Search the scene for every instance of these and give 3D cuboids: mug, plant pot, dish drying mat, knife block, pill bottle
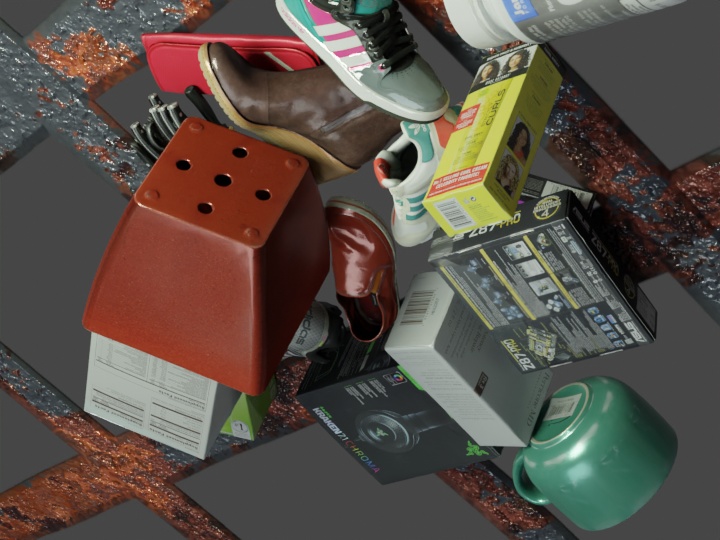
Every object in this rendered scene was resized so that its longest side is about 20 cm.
[{"bbox_3d":[0.242,0.201,1.864,0.185,0.152,0.114,-43,110,10],"label":"mug"},{"bbox_3d":[-0.143,-0.031,1.685,0.200,0.200,0.176,21,139,7],"label":"plant pot"},{"bbox_3d":[-0.127,-0.207,1.729,0.200,0.018,0.077,5,138,23],"label":"dish drying mat"},{"bbox_3d":[-0.148,-0.108,1.803,0.200,0.064,0.176,25,146,2],"label":"knife block"},{"bbox_3d":[0.175,-0.257,1.439,0.200,0.114,0.114,-12,128,37],"label":"pill bottle"}]

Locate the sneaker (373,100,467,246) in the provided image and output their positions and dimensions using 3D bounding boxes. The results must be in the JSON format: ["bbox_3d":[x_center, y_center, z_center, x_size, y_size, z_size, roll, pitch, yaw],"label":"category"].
[{"bbox_3d":[0.047,-0.093,1.687,0.093,0.070,0.200,-8,149,-26],"label":"sneaker"}]

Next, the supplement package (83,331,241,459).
[{"bbox_3d":[-0.197,0.067,1.846,0.151,0.152,0.200,21,135,7],"label":"supplement package"}]

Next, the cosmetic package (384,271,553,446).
[{"bbox_3d":[0.120,0.097,1.825,0.074,0.102,0.200,-4,143,43],"label":"cosmetic package"}]

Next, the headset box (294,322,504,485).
[{"bbox_3d":[0.060,0.147,1.962,0.200,0.093,0.174,-19,124,40],"label":"headset box"}]

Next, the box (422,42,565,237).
[{"bbox_3d":[0.124,-0.123,1.546,0.075,0.200,0.050,-15,129,40],"label":"box"}]

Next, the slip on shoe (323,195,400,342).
[{"bbox_3d":[0.000,0.000,1.858,0.074,0.061,0.200,9,136,22],"label":"slip on shoe"}]

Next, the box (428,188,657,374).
[{"bbox_3d":[0.188,0.017,1.728,0.161,0.049,0.200,-19,130,30],"label":"box"}]

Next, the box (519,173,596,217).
[{"bbox_3d":[0.160,-0.023,1.767,0.143,0.036,0.200,16,141,11],"label":"box"}]

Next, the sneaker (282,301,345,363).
[{"bbox_3d":[-0.063,0.072,1.922,0.087,0.074,0.200,15,170,-6],"label":"sneaker"}]

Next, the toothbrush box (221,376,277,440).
[{"bbox_3d":[-0.191,0.100,2.051,0.145,0.086,0.200,12,137,16],"label":"toothbrush box"}]

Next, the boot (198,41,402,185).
[{"bbox_3d":[-0.042,-0.185,1.663,0.166,0.072,0.200,-32,118,23],"label":"boot"}]

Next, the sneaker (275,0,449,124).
[{"bbox_3d":[0.016,-0.234,1.559,0.200,0.084,0.121,41,145,9],"label":"sneaker"}]
